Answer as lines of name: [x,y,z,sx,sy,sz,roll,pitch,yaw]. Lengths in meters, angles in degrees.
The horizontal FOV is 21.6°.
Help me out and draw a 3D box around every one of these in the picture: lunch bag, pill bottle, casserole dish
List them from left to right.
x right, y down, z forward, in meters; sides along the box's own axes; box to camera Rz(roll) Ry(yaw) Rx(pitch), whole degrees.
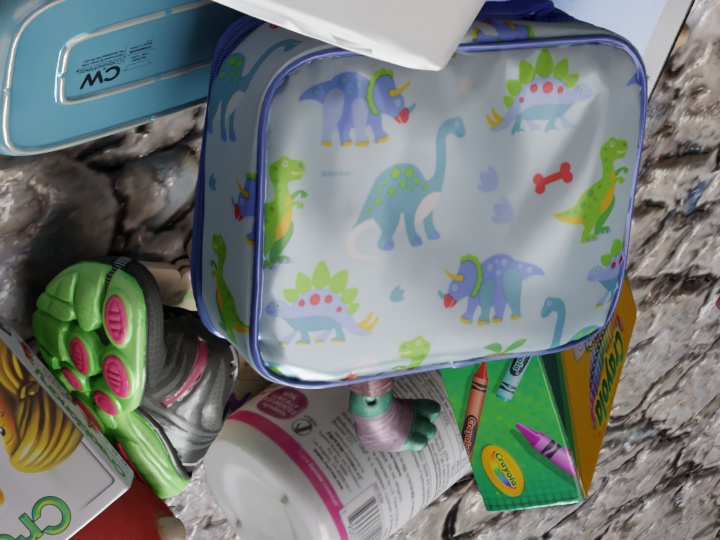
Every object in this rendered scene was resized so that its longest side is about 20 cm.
casserole dish: [-0.093,-0.107,0.804,0.199,0.039,0.121,-20,147,-30]
pill bottle: [0.014,0.088,1.123,0.200,0.113,0.114,-35,154,-29]
lunch bag: [0.028,-0.040,0.832,0.199,0.082,0.162,-7,113,-26]

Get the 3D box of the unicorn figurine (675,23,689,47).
unicorn figurine: [0.160,-0.177,0.954,0.137,0.074,0.200,14,129,-44]

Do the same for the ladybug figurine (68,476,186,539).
ladybug figurine: [-0.185,0.146,0.979,0.199,0.072,0.136,-15,-169,12]

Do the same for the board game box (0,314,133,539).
board game box: [-0.224,0.115,0.892,0.200,0.126,0.035,-40,-172,2]

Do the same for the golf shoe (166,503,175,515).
golf shoe: [-0.158,0.218,1.199,0.097,0.079,0.201,-12,140,-12]

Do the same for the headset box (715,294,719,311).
headset box: [0.369,-0.023,1.436,0.148,0.075,0.201,-21,148,-30]

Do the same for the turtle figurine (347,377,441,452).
turtle figurine: [0.000,0.000,0.989,0.201,0.100,0.150,74,27,-49]

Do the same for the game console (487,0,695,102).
game console: [0.069,-0.126,0.868,0.172,0.118,0.201,-40,158,-39]

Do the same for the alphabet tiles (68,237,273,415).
alphabet tiles: [-0.097,0.042,1.046,0.195,0.015,0.200,3,131,-52]

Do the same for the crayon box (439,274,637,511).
crayon box: [0.098,0.025,1.029,0.058,0.119,0.200,-9,-155,21]

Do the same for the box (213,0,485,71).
box: [-0.059,-0.178,0.505,0.199,0.199,0.131,15,118,-36]

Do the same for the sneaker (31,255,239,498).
sneaker: [-0.108,0.041,0.957,0.084,0.077,0.200,-47,159,-20]
